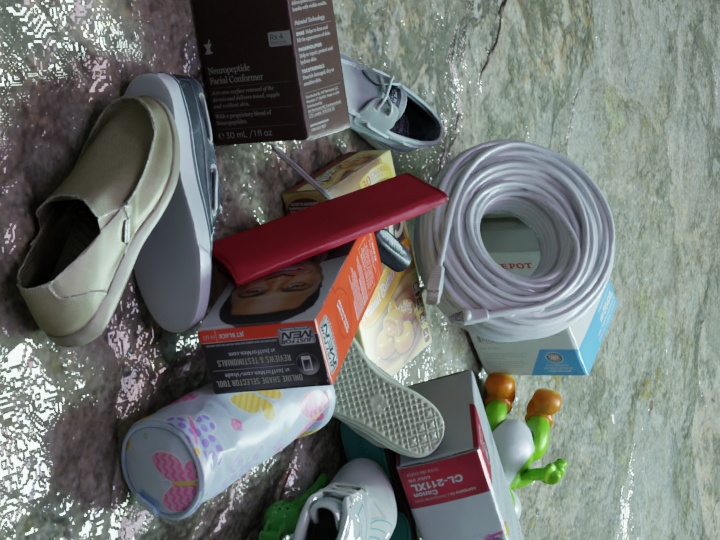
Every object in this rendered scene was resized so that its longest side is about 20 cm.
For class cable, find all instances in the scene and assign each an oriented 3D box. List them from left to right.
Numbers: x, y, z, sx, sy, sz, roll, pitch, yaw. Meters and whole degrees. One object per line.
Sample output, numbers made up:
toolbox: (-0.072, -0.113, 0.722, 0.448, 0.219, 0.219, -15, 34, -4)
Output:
cable: (0.150, -0.028, 1.407, 0.198, 0.069, 0.202, 7, 69, -13)

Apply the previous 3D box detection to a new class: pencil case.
pencil case: (-0.105, 0.127, 1.160, 0.083, 0.091, 0.200, 46, 33, 12)

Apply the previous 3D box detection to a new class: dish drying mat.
dish drying mat: (-0.029, -0.036, 1.199, 0.199, 0.077, 0.018, -21, 116, -21)

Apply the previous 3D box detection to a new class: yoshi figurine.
yoshi figurine: (0.154, 0.210, 1.546, 0.112, 0.112, 0.201, 38, 60, -34)

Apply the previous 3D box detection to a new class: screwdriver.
screwdriver: (-0.019, -0.052, 1.259, 0.200, 0.028, 0.029, 34, 92, -41)

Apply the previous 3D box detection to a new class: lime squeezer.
lime squeezer: (-0.076, 0.248, 1.255, 0.071, 0.037, 0.201, 97, 13, -55)

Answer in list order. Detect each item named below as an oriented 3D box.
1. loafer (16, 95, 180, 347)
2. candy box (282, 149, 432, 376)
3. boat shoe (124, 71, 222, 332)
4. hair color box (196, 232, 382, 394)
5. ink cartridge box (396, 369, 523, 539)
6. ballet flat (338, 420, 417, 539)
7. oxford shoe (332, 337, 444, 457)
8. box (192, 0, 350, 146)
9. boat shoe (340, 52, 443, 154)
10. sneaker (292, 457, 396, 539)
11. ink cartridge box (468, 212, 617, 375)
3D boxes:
loafer: (-0.189, -0.046, 1.036, 0.068, 0.075, 0.202, 46, 52, -54)
candy box: (0.000, 0.000, 1.346, 0.115, 0.055, 0.202, -36, 119, -50)
boat shoe: (-0.139, -0.054, 1.126, 0.068, 0.071, 0.202, -8, 89, -55)
hair color box: (-0.052, 0.024, 1.175, 0.200, 0.101, 0.062, -66, 147, -61)
ink cartridge box: (0.099, 0.224, 1.386, 0.146, 0.082, 0.201, -88, 162, -65)
ballet flat: (0.024, 0.220, 1.376, 0.068, 0.067, 0.202, -25, 111, -68)
oxford shoe: (-0.013, 0.101, 1.282, 0.199, 0.058, 0.075, 37, 78, -13)
box: (-0.078, -0.208, 1.188, 0.075, 0.099, 0.202, -24, 109, -55)
boat shoe: (0.014, -0.163, 1.355, 0.200, 0.071, 0.071, 24, 69, -55)
sneaker: (-0.015, 0.218, 1.246, 0.201, 0.070, 0.081, -64, 150, -57)
ink cartridge box: (0.181, 0.000, 1.560, 0.126, 0.128, 0.201, -57, 134, -41)
